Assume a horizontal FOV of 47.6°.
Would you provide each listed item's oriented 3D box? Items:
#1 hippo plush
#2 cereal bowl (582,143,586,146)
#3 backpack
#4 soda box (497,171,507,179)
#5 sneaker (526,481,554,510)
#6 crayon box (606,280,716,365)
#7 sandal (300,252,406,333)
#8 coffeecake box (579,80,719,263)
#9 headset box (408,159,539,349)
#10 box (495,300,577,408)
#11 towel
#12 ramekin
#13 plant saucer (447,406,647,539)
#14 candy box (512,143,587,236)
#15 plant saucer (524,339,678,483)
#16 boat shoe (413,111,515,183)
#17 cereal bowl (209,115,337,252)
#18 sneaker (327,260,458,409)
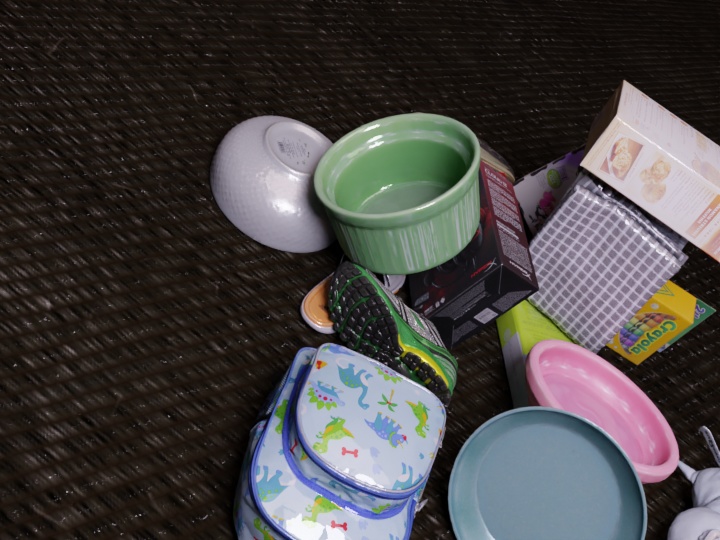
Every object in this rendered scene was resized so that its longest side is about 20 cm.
[{"bbox_3d":[0.432,0.290,0.936,0.159,0.160,0.201,-21,65,-43],"label":"hippo plush"},{"bbox_3d":[0.390,-0.097,1.271,0.200,0.083,0.200,46,6,-6],"label":"cereal bowl"},{"bbox_3d":[-0.021,0.182,0.762,0.180,0.148,0.202,27,45,-4],"label":"backpack"},{"bbox_3d":[0.124,-0.108,1.169,0.195,0.071,0.064,5,47,-28],"label":"soda box"},{"bbox_3d":[0.249,0.251,0.916,0.196,0.081,0.078,0,50,-33],"label":"sneaker"},{"bbox_3d":[0.370,0.051,1.134,0.197,0.126,0.052,31,50,-2],"label":"crayon box"},{"bbox_3d":[0.006,0.006,1.001,0.079,0.060,0.206,40,43,7],"label":"sandal"},{"bbox_3d":[0.370,-0.123,0.977,0.198,0.074,0.154,35,34,2],"label":"coffeecake box"},{"bbox_3d":[0.132,-0.029,1.037,0.074,0.148,0.203,28,40,-32],"label":"headset box"},{"bbox_3d":[0.247,0.135,1.042,0.119,0.048,0.203,15,45,-20],"label":"box"},{"bbox_3d":[0.291,-0.010,1.021,0.165,0.202,0.085,43,44,13],"label":"towel"},{"bbox_3d":[0.050,-0.088,0.964,0.195,0.099,0.203,-10,40,8],"label":"ramekin"},{"bbox_3d":[0.187,0.234,0.828,0.200,0.201,0.036,42,17,10],"label":"plant saucer"},{"bbox_3d":[0.333,-0.091,1.155,0.071,0.198,0.171,-26,90,-43],"label":"candy box"},{"bbox_3d":[0.264,0.165,0.926,0.197,0.051,0.202,25,27,-14],"label":"plant saucer"},{"bbox_3d":[0.152,-0.178,1.258,0.198,0.074,0.065,36,31,-3],"label":"boat shoe"},{"bbox_3d":[-0.090,-0.126,1.044,0.196,0.084,0.203,18,45,-19],"label":"cereal bowl"},{"bbox_3d":[0.037,0.071,0.951,0.201,0.077,0.085,51,31,-7],"label":"sneaker"}]
